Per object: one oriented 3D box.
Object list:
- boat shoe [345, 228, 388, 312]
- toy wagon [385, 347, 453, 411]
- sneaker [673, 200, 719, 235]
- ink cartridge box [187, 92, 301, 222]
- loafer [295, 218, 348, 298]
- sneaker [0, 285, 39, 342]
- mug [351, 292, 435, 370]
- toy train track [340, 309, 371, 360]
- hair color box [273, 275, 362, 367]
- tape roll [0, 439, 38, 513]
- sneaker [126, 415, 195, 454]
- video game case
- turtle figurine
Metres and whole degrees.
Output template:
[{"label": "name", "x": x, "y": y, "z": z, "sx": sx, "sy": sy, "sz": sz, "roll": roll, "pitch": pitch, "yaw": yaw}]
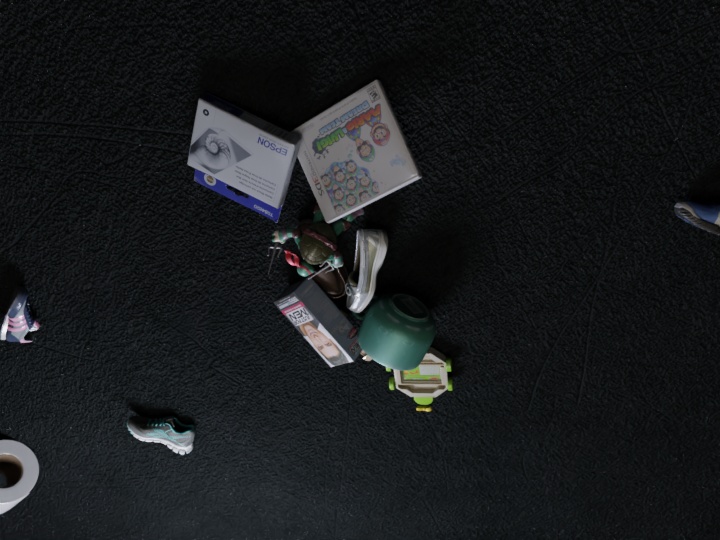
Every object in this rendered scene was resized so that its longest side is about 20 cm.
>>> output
[{"label": "boat shoe", "x": 0.001, "y": 0.000, "z": 1.258, "sx": 0.065, "sy": 0.075, "sz": 0.202, "roll": 6, "pitch": 128, "yaw": -18}, {"label": "toy wagon", "x": 0.146, "y": 0.264, "z": 1.478, "sx": 0.155, "sy": 0.040, "sz": 0.200, "roll": -1, "pitch": 129, "yaw": 11}, {"label": "sneaker", "x": 0.657, "y": -0.097, "z": 1.083, "sx": 0.199, "sy": 0.076, "sz": 0.077, "roll": 15, "pitch": 108, "yaw": -2}, {"label": "ink cartridge box", "x": -0.225, "y": -0.199, "z": 1.141, "sx": 0.199, "sy": 0.041, "sz": 0.200, "roll": 26, "pitch": 129, "yaw": 4}, {"label": "loafer", "x": -0.087, "y": -0.011, "z": 1.274, "sx": 0.073, "sy": 0.071, "sz": 0.200, "roll": -16, "pitch": 124, "yaw": 22}, {"label": "sneaker", "x": -0.839, "y": 0.111, "z": 1.522, "sx": 0.082, "sy": 0.070, "sz": 0.200, "roll": 18, "pitch": 135, "yaw": -27}, {"label": "mug", "x": 0.069, "y": 0.113, "z": 1.295, "sx": 0.185, "sy": 0.152, "sz": 0.115, "roll": 23, "pitch": 118, "yaw": -5}, {"label": "toy train track", "x": -0.045, "y": 0.159, "z": 1.430, "sx": 0.200, "sy": 0.033, "sz": 0.115, "roll": 38, "pitch": 125, "yaw": -21}, {"label": "hair color box", "x": -0.088, "y": 0.115, "z": 1.337, "sx": 0.200, "sy": 0.061, "sz": 0.099, "roll": 49, "pitch": 145, "yaw": -11}, {"label": "tape roll", "x": -1.144, "y": 0.653, "z": 1.920, "sx": 0.203, "sy": 0.203, "sz": 0.139, "roll": 39, "pitch": 125, "yaw": -21}, {"label": "sneaker", "x": -0.563, "y": 0.447, "z": 1.745, "sx": 0.199, "sy": 0.078, "sz": 0.091, "roll": 22, "pitch": 114, "yaw": -13}, {"label": "video game case", "x": -0.014, "y": -0.205, "z": 1.077, "sx": 0.200, "sy": 0.024, "sz": 0.183, "roll": -24, "pitch": 90, "yaw": 26}, {"label": "turtle figurine", "x": -0.081, "y": -0.055, "z": 1.162, "sx": 0.150, "sy": 0.200, "sz": 0.101, "roll": 34, "pitch": 169, "yaw": -22}]
